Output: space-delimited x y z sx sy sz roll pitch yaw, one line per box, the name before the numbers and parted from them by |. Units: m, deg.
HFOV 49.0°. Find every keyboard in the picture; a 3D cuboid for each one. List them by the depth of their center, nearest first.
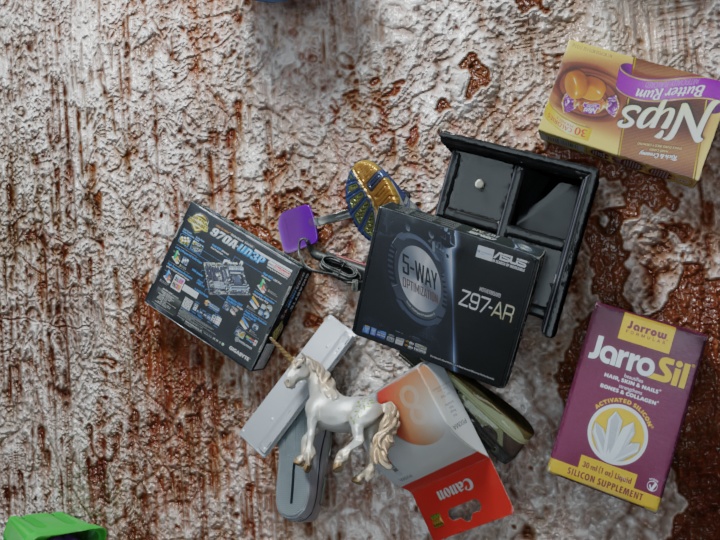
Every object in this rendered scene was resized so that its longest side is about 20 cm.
keyboard | -0.083 0.151 1.050 0.056 0.011 0.201 30 78 38

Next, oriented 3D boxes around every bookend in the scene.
bookend | 0.171 -0.045 0.974 0.196 0.092 0.203 18 92 18

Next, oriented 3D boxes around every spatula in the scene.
spatula | -0.025 -0.076 1.073 0.196 0.021 0.058 -16 88 15

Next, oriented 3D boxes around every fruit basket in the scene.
fruit basket | -0.426 0.466 1.113 0.212 0.154 0.221 -7 77 32

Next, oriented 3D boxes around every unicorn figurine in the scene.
unicorn figurine | -0.037 0.181 0.982 0.195 0.074 0.140 11 66 17

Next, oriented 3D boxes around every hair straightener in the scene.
hair straightener | 0.000 0.000 1.031 0.197 0.077 0.042 24 106 16

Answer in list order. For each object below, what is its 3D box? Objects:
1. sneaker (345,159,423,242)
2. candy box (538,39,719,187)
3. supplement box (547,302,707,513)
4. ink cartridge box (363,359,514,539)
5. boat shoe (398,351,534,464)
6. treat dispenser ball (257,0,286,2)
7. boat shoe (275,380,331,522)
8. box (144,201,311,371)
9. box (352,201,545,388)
sneaker | 0.056 -0.055 1.018 0.075 0.087 0.202 -43 72 28
candy box | 0.327 -0.189 0.953 0.196 0.056 0.119 22 93 18
supplement box | 0.307 0.153 0.916 0.128 0.103 0.205 16 91 18
ink cartridge box | 0.079 0.231 0.974 0.162 0.049 0.203 -39 71 45
boat shoe | 0.121 0.163 0.989 0.199 0.072 0.067 36 98 16
treat dispenser ball | -0.119 -0.457 1.029 0.196 0.200 0.206 -1 87 17
boat shoe | -0.074 0.230 1.050 0.072 0.067 0.204 -1 66 22
box | -0.187 0.021 1.105 0.197 0.046 0.162 29 95 17
box | 0.100 0.026 0.925 0.196 0.043 0.164 19 108 17
